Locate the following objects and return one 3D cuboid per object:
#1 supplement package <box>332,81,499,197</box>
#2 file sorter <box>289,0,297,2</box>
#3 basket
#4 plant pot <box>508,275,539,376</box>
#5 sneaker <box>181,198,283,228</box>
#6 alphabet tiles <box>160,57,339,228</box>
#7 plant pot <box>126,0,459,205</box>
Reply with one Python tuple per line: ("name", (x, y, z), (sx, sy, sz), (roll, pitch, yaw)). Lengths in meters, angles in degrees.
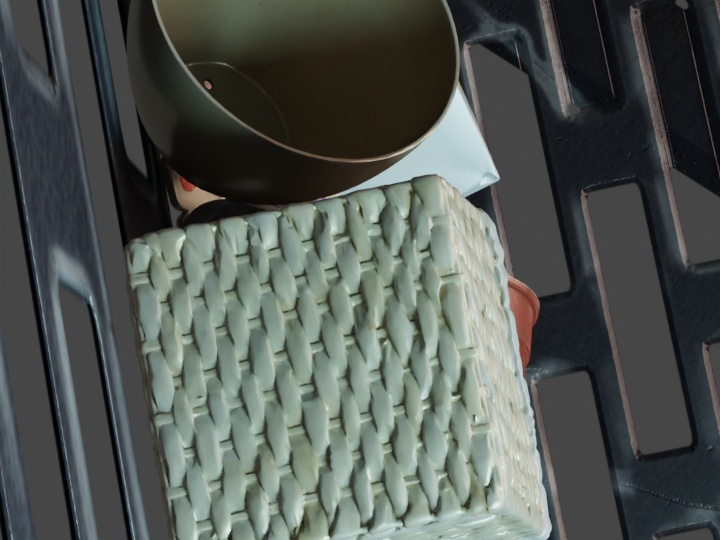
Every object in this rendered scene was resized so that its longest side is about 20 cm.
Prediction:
("supplement package", (-0.016, -0.132, 1.793), (0.111, 0.155, 0.201), (-108, 172, -69))
("file sorter", (-0.042, -0.261, 1.607), (0.139, 0.198, 0.125), (-97, -152, -43))
("basket", (-0.012, 0.063, 1.406), (0.161, 0.197, 0.202), (51, 28, -75))
("plant pot", (0.063, 0.124, 2.284), (0.201, 0.199, 0.197), (69, 19, -62))
("sneaker", (0.000, -0.001, 1.571), (0.114, 0.199, 0.073), (5, 106, -60))
("alphabet tiles", (-0.070, -0.054, 1.667), (0.196, 0.014, 0.201), (-45, 127, -54))
("plant pot", (-0.058, -0.118, 1.529), (0.135, 0.199, 0.202), (-47, -135, 50))
